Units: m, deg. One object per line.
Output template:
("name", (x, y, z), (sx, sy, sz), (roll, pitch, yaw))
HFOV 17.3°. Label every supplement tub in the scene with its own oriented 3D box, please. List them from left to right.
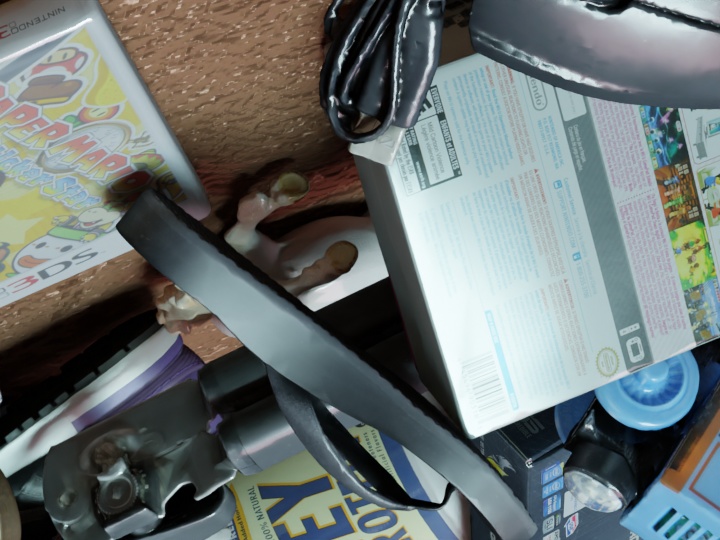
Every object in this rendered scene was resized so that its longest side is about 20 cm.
("supplement tub", (-0.016, 0.128, 1.225), (0.200, 0.145, 0.145), (-30, 160, 18))

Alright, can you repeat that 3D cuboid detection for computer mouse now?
("computer mouse", (0.092, -0.091, 0.796), (0.199, 0.053, 0.139), (1, 125, -30))

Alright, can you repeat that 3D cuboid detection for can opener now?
("can opener", (-0.039, 0.064, 0.989), (0.199, 0.053, 0.067), (-26, 149, 6))

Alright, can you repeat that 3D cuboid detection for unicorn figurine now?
("unicorn figurine", (0.000, 0.000, 1.039), (0.199, 0.074, 0.137), (4, 152, -22))

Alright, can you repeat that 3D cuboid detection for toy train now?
("toy train", (0.166, 0.033, 1.001), (0.200, 0.114, 0.087), (-54, 177, -23))

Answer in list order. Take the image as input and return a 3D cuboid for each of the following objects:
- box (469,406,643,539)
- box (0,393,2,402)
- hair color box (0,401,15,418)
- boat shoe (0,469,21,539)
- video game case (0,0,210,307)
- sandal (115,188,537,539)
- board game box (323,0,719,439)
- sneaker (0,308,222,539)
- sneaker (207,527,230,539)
("box", (0.127, 0.100, 1.122), (0.157, 0.051, 0.200), (-29, 143, -22))
("box", (-0.244, 0.077, 0.940), (0.199, 0.036, 0.143), (-20, 176, -14))
("hair color box", (-0.173, 0.111, 1.126), (0.199, 0.061, 0.099), (-21, 162, -6))
("boat shoe", (-0.230, 0.128, 0.967), (0.202, 0.075, 0.075), (-34, 168, 34))
("video game case", (-0.156, -0.023, 0.847), (0.181, 0.023, 0.200), (-24, 161, 0))
("sandal", (-0.017, 0.045, 0.904), (0.043, 0.200, 0.076), (-51, -168, 2))
("board game box", (0.103, -0.045, 0.903), (0.199, 0.148, 0.064), (-20, -155, -9))
("sneaker", (-0.143, 0.109, 1.038), (0.200, 0.088, 0.076), (-35, -168, 2))
("sneaker", (-0.130, 0.182, 1.161), (0.200, 0.080, 0.074), (-33, 164, 37))
